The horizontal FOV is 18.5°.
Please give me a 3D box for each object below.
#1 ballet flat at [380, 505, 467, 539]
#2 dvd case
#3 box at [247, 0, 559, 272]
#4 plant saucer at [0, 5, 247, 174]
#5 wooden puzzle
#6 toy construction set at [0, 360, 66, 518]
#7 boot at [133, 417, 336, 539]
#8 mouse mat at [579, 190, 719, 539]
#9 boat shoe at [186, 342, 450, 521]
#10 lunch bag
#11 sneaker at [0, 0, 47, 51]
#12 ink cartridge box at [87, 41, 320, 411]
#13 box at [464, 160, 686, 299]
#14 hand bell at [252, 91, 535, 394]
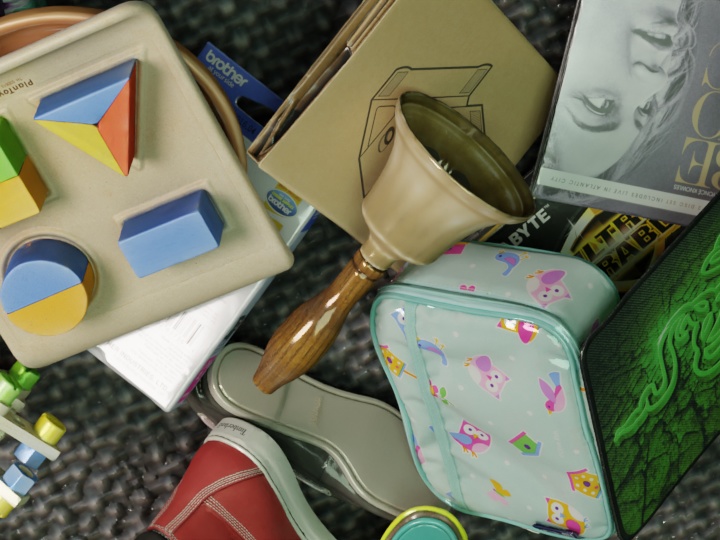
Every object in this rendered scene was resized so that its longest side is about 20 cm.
[{"bbox_3d":[0.040,0.225,1.476,0.066,0.067,0.201,3,120,5],"label":"ballet flat"},{"bbox_3d":[0.198,-0.129,1.378,0.148,0.016,0.201,10,103,-16],"label":"dvd case"},{"bbox_3d":[0.035,-0.091,1.339,0.164,0.021,0.200,-52,145,1],"label":"box"},{"bbox_3d":[-0.165,-0.069,1.302,0.199,0.038,0.201,0,125,1],"label":"plant saucer"},{"bbox_3d":[-0.160,-0.038,1.273,0.185,0.046,0.200,-22,121,14],"label":"wooden puzzle"},{"bbox_3d":[-0.268,0.052,1.336,0.092,0.131,0.200,-36,111,2],"label":"toy construction set"},{"bbox_3d":[-0.078,0.211,1.412,0.144,0.072,0.200,-53,131,-28],"label":"boot"},{"bbox_3d":[0.202,0.053,1.375,0.200,0.008,0.161,-45,133,-35],"label":"mouse mat"},{"bbox_3d":[-0.028,0.107,1.448,0.200,0.057,0.067,32,64,-22],"label":"boat shoe"},{"bbox_3d":[0.093,0.078,1.385,0.160,0.077,0.201,9,132,31],"label":"lunch bag"},{"bbox_3d":[-0.223,-0.127,1.319,0.087,0.074,0.201,-19,111,1],"label":"sneaker"},{"bbox_3d":[-0.104,-0.027,1.369,0.119,0.042,0.200,37,101,6],"label":"ink cartridge box"},{"bbox_3d":[0.170,-0.012,1.443,0.200,0.049,0.160,-40,112,3],"label":"box"},{"bbox_3d":[0.000,0.000,1.317,0.104,0.104,0.200,35,113,-19],"label":"hand bell"}]
